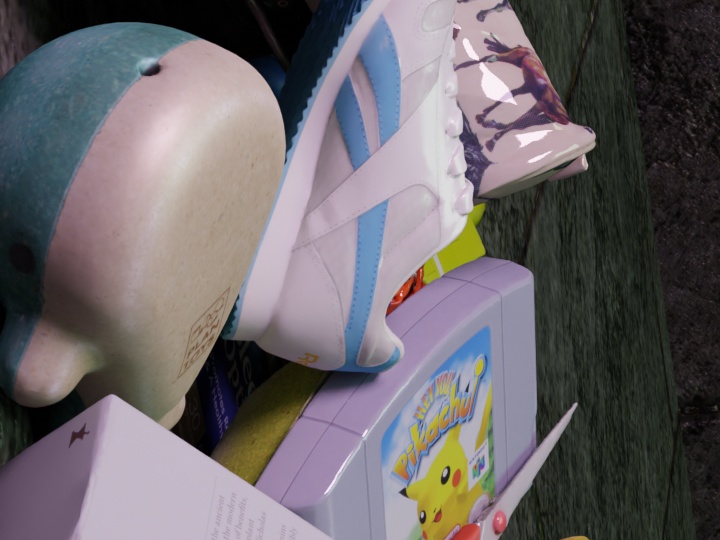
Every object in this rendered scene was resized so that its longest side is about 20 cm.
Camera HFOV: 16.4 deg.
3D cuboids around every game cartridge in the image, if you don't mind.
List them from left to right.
[{"bbox_3d":[0.021,0.084,1.084,0.200,0.040,0.133,-44,137,-45],"label":"game cartridge"}]

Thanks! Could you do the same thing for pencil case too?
[{"bbox_3d":[0.025,-0.116,1.076,0.089,0.078,0.200,-30,90,-43],"label":"pencil case"}]

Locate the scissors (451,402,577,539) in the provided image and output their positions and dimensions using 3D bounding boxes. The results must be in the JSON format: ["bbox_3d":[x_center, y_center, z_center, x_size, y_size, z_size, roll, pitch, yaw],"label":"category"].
[{"bbox_3d":[0.053,0.115,1.105,0.200,0.014,0.073,-61,139,-33],"label":"scissors"}]

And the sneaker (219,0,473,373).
[{"bbox_3d":[0.009,-0.056,1.012,0.077,0.081,0.200,-126,-124,-74],"label":"sneaker"}]

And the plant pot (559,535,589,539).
[{"bbox_3d":[0.101,0.267,1.505,0.200,0.200,0.177,43,32,-71],"label":"plant pot"}]

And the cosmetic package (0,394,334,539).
[{"bbox_3d":[-0.047,0.146,0.929,0.200,0.071,0.101,37,39,-27],"label":"cosmetic package"}]

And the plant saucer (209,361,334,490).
[{"bbox_3d":[-0.044,0.152,1.086,0.200,0.048,0.200,-58,149,-28],"label":"plant saucer"}]

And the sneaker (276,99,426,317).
[{"bbox_3d":[0.000,0.000,1.107,0.200,0.078,0.075,52,41,-39],"label":"sneaker"}]

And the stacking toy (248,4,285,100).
[{"bbox_3d":[-0.060,-0.055,1.169,0.200,0.085,0.085,-73,155,-46],"label":"stacking toy"}]

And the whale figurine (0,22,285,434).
[{"bbox_3d":[-0.101,-0.005,0.955,0.159,0.104,0.200,-50,160,-43],"label":"whale figurine"}]

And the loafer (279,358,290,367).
[{"bbox_3d":[-0.001,0.062,1.272,0.200,0.073,0.071,121,-40,-85],"label":"loafer"}]

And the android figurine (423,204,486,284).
[{"bbox_3d":[0.020,-0.052,1.376,0.182,0.041,0.200,69,18,0],"label":"android figurine"}]

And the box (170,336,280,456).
[{"bbox_3d":[-0.065,0.069,1.184,0.200,0.032,0.121,-66,148,-67],"label":"box"}]

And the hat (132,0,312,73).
[{"bbox_3d":[-0.063,-0.146,1.134,0.201,0.081,0.201,45,28,-33],"label":"hat"}]
